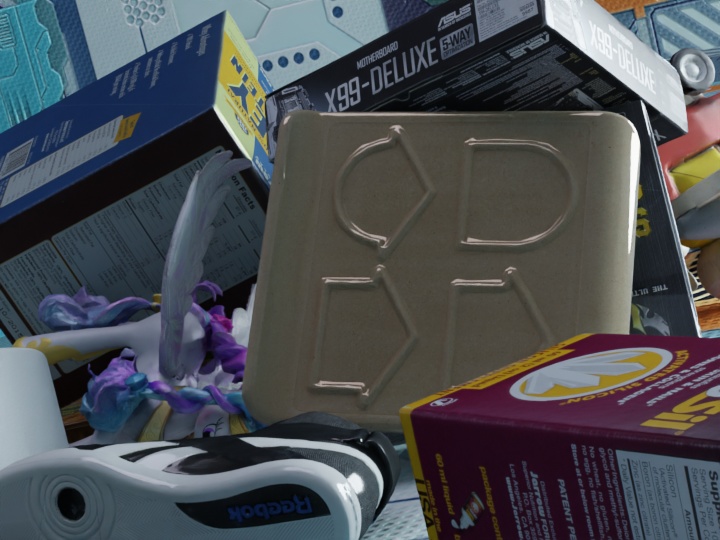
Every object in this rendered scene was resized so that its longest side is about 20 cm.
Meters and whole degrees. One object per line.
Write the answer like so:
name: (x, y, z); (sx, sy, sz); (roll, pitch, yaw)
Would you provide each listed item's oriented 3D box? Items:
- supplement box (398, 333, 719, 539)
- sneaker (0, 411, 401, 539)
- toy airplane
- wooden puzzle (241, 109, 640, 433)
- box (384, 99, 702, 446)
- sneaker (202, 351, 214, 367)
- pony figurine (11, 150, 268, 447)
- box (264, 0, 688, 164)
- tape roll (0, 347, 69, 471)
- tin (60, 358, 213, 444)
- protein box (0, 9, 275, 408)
supplement box: (0.121, 0.081, 0.694); (0.110, 0.086, 0.200); (-20, 11, -33)
sneaker: (-0.076, 0.112, 0.893); (0.200, 0.073, 0.112); (-1, 10, 23)
toy airplane: (0.194, -0.026, 1.144); (0.199, 0.141, 0.200); (-48, 2, 24)
wooden puzzle: (0.047, 0.003, 0.977); (0.200, 0.186, 0.046); (3, -21, 10)
box: (0.080, 0.003, 1.017); (0.200, 0.159, 0.048); (-13, -26, 9)
sneaker: (-0.151, 0.057, 1.319); (0.078, 0.075, 0.200); (-16, 10, -35)
pony figurine: (-0.108, 0.050, 1.063); (0.200, 0.167, 0.193); (-7, 55, 31)
box: (0.069, -0.092, 1.068); (0.200, 0.050, 0.158); (-24, -33, 32)
tape roll: (-0.257, 0.102, 0.965); (0.202, 0.071, 0.202); (-16, -9, -3)
tin: (-0.158, 0.098, 1.184); (0.200, 0.042, 0.112); (-13, 13, 10)
protein box: (-0.146, -0.046, 1.220); (0.200, 0.135, 0.199); (-27, 24, 10)
